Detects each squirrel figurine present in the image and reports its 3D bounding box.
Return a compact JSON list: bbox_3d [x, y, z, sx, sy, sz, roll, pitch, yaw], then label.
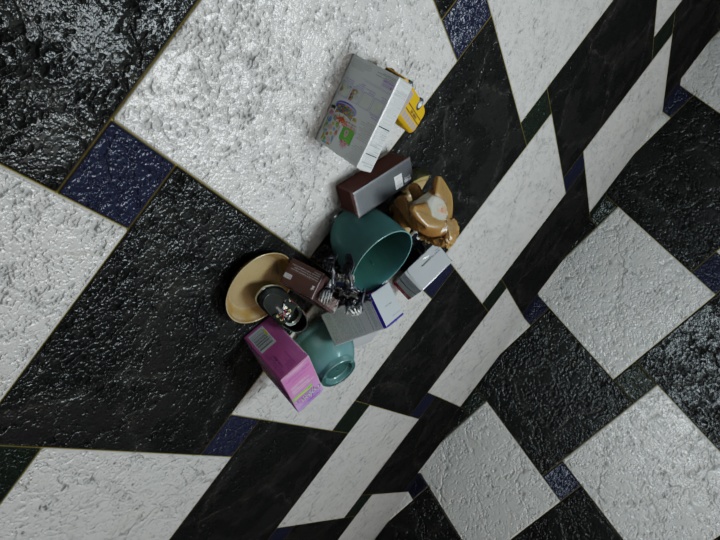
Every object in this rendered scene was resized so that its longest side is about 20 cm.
[{"bbox_3d":[0.162,-0.131,1.405,0.200,0.185,0.143,46,62,-23],"label":"squirrel figurine"}]

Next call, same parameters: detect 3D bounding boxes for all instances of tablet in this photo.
[{"bbox_3d":[0.024,0.202,1.754,0.128,0.014,0.201,-15,151,-34],"label":"tablet"}]

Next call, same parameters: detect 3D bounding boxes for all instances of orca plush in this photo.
[{"bbox_3d":[0.179,-0.089,1.629,0.105,0.071,0.200,-45,177,24],"label":"orca plush"}]

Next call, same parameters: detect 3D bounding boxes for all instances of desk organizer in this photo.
[{"bbox_3d":[0.038,-0.224,1.352,0.198,0.076,0.073,-35,130,-24],"label":"desk organizer"}]

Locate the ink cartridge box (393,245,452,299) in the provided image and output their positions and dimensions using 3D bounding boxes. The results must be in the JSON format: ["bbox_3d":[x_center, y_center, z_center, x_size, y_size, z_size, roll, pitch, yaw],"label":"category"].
[{"bbox_3d":[0.198,0.006,1.710,0.145,0.084,0.200,-43,177,-12],"label":"ink cartridge box"}]

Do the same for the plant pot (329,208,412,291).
[{"bbox_3d":[0.011,-0.075,1.385,0.198,0.161,0.203,-31,151,-20],"label":"plant pot"}]

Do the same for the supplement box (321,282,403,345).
[{"bbox_3d":[0.003,0.123,1.459,0.198,0.105,0.101,-26,-178,37],"label":"supplement box"}]

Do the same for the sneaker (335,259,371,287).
[{"bbox_3d":[0.000,0.000,1.512,0.198,0.078,0.091,-31,136,-30],"label":"sneaker"}]

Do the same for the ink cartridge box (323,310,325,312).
[{"bbox_3d":[-0.030,0.064,1.598,0.201,0.042,0.120,-50,148,-6],"label":"ink cartridge box"}]

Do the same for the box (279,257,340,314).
[{"bbox_3d":[-0.121,0.044,1.359,0.076,0.098,0.200,-63,163,-7],"label":"box"}]

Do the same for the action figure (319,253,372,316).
[{"bbox_3d":[-0.041,0.052,1.267,0.202,0.116,0.103,75,31,-48],"label":"action figure"}]

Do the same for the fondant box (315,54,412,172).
[{"bbox_3d":[0.004,-0.340,1.144,0.058,0.144,0.203,5,118,-54],"label":"fondant box"}]

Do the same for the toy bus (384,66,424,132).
[{"bbox_3d":[0.094,-0.398,1.239,0.079,0.065,0.199,-55,162,9],"label":"toy bus"}]

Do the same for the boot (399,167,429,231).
[{"bbox_3d":[0.116,-0.186,1.515,0.173,0.066,0.203,-14,133,-43],"label":"boot"}]

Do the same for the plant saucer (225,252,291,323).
[{"bbox_3d":[-0.251,0.036,1.289,0.198,0.035,0.203,-33,144,-28],"label":"plant saucer"}]

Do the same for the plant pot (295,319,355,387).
[{"bbox_3d":[-0.094,0.259,1.581,0.197,0.135,0.203,-26,146,-19],"label":"plant pot"}]

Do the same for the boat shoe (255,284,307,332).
[{"bbox_3d":[-0.195,0.098,1.334,0.074,0.063,0.202,-46,147,-4],"label":"boat shoe"}]

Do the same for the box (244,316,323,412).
[{"bbox_3d":[-0.206,0.256,1.431,0.096,0.175,0.202,-38,146,-18],"label":"box"}]
